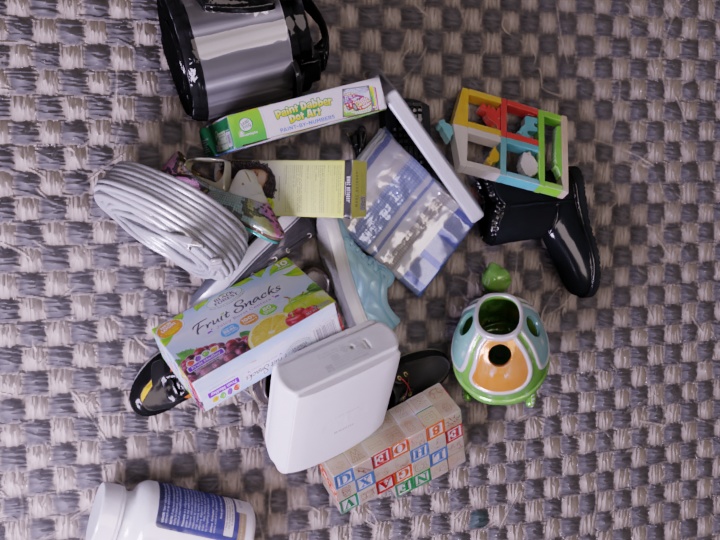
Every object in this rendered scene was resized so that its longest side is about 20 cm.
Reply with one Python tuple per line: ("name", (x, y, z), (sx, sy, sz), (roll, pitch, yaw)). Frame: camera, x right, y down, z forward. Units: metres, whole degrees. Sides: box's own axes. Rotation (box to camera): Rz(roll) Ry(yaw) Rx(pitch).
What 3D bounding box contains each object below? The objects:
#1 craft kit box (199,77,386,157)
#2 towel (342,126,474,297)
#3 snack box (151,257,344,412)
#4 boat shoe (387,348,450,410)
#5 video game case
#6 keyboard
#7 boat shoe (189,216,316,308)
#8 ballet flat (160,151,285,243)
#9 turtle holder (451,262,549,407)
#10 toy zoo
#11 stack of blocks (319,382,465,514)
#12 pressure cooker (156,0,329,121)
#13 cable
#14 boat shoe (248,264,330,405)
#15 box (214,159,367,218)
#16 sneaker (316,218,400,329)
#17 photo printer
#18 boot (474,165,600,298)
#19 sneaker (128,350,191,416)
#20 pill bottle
("craft kit box", (-0.090, -0.189, 1.295), (0.195, 0.200, 0.049), (-15, 97, -18))
("towel", (0.056, -0.080, 1.426), (0.200, 0.024, 0.147), (42, 81, -18))
("snack box", (-0.140, 0.074, 1.272), (0.199, 0.142, 0.053), (-29, 125, -18))
("boat shoe", (0.045, 0.170, 1.440), (0.200, 0.063, 0.074), (-23, 98, -18))
("video game case", (0.084, -0.168, 1.352), (0.022, 0.182, 0.201), (-35, 109, 7))
("keyboard", (0.044, -0.138, 1.440), (0.126, 0.021, 0.203), (-4, 94, -19))
("boat shoe", (-0.137, -0.004, 1.365), (0.200, 0.070, 0.066), (-46, 105, -18))
("ballet flat", (-0.171, -0.101, 1.292), (0.199, 0.069, 0.072), (25, 94, 25))
("turtle holder", (0.201, 0.088, 1.429), (0.186, 0.140, 0.132), (-54, 150, -31))
("toy zoo", (0.201, -0.183, 1.456), (0.198, 0.020, 0.133), (13, 62, -15))
("stack of blocks", (0.044, 0.253, 1.418), (0.198, 0.059, 0.116), (-25, 134, -16))
("pressure cooker", (-0.140, -0.291, 1.284), (0.198, 0.179, 0.178), (-16, 99, -14))
("cable", (-0.230, -0.061, 1.257), (0.199, 0.200, 0.070), (30, 78, 5))
("boat shoe", (-0.085, 0.091, 1.382), (0.074, 0.073, 0.202), (21, 87, -19))
("box", (-0.091, -0.104, 1.317), (0.198, 0.050, 0.076), (1, 93, 22))
("sneaker", (0.000, 0.000, 1.408), (0.081, 0.074, 0.202), (-25, 113, -15))
("photo printer", (-0.039, 0.167, 1.290), (0.165, 0.201, 0.070), (-22, 56, -27))
("boot", (0.250, -0.050, 1.485), (0.166, 0.076, 0.203), (-9, 90, -22))
("sneaker", (-0.209, 0.122, 1.332), (0.199, 0.090, 0.070), (-32, 103, -15))
("pill bottle", (-0.244, 0.333, 1.323), (0.198, 0.111, 0.112), (18, 88, -19))
